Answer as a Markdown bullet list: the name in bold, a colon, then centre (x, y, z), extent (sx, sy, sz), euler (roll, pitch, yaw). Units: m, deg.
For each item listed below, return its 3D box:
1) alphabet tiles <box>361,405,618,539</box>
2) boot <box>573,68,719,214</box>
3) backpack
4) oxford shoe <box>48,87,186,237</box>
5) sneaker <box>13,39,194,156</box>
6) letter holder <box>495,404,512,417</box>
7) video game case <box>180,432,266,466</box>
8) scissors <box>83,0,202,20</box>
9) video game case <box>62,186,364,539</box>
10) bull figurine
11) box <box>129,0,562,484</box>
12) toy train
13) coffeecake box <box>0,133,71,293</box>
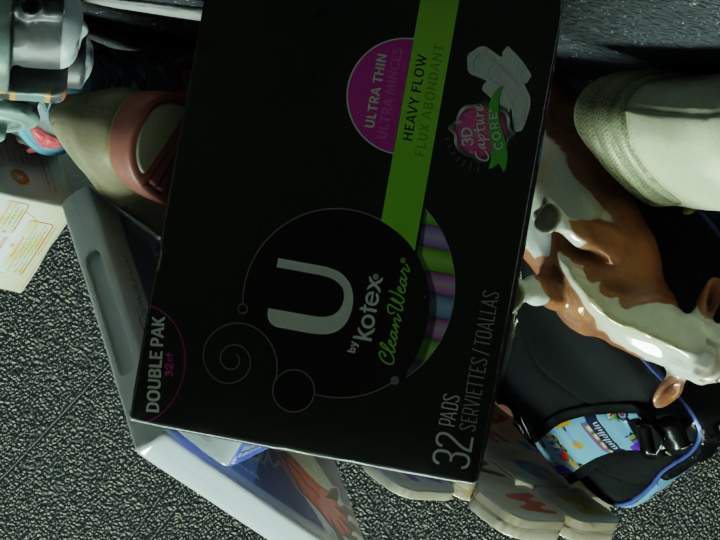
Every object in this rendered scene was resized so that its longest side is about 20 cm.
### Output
- **alphabet tiles**: centre (0.051, 0.096, 1.335), extent (0.195, 0.015, 0.200), euler (9, -161, -46)
- **boot**: centre (0.210, -0.046, 1.074), extent (0.199, 0.073, 0.154), euler (19, 172, -37)
- **backpack**: centre (0.139, 0.028, 1.265), extent (0.183, 0.134, 0.200), euler (52, 161, 11)
- **oxford shoe**: centre (-0.096, -0.048, 1.281), extent (0.074, 0.071, 0.200), euler (16, 162, 31)
- **sneaker**: centre (-0.125, -0.104, 1.307), extent (0.095, 0.080, 0.200), euler (-18, 161, 26)
- **letter holder**: centre (0.102, 0.028, 1.437), extent (0.199, 0.101, 0.142), euler (33, 156, -12)
- **video game case**: centre (0.000, 0.000, 1.212), extent (0.045, 0.182, 0.200), euler (35, -162, 13)
- **scissors**: centre (-0.038, -0.116, 1.137), extent (0.199, 0.014, 0.073), euler (7, 177, 33)
- **video game case**: centre (-0.075, 0.065, 1.279), extent (0.023, 0.183, 0.200), euler (-35, 138, 14)
- **bull figurine**: centre (0.100, -0.021, 1.114), extent (0.121, 0.065, 0.201), euler (19, -145, -51)
- **box**: centre (-0.004, -0.022, 0.999), extent (0.148, 0.201, 0.124), euler (10, 178, 2)
- **toy train**: centre (-0.227, -0.115, 1.133), extent (0.199, 0.086, 0.114), euler (5, 169, -8)
- **coffeecake box**: centre (-0.274, -0.081, 1.293), extent (0.199, 0.073, 0.154), euler (13, -142, -36)
